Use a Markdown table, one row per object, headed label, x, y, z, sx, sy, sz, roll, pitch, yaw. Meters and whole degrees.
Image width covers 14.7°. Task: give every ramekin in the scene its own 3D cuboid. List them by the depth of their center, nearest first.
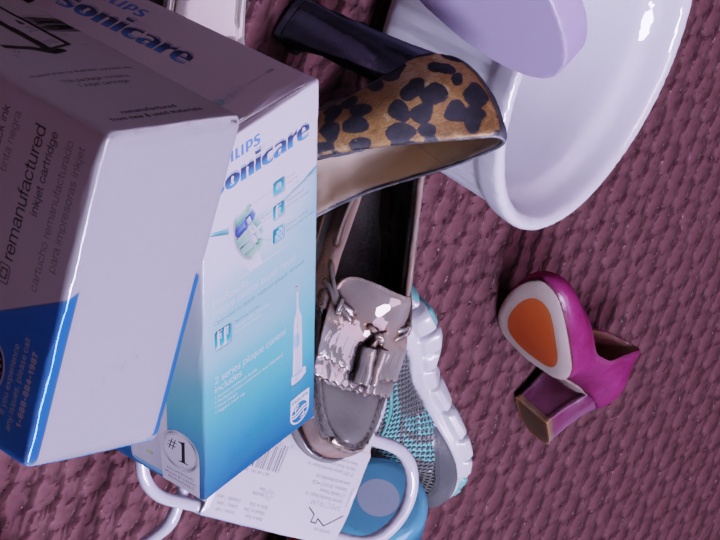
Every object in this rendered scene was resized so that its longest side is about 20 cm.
| label | x | y | z | sx | sy | sz | roll | pitch | yaw |
| --- | --- | --- | --- | --- | --- | --- | --- | --- | --- |
| ramekin | 0.095 | -0.133 | 1.555 | 0.200 | 0.097 | 0.201 | -44 | 150 | -34 |

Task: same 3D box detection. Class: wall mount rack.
| label | x | y | z | sx | sy | sz | roll | pitch | yaw |
| --- | --- | --- | --- | --- | --- | --- | --- | --- | --- |
| wall mount rack | -0.069 | 0.125 | 1.513 | 0.199 | 0.074 | 0.175 | 18 | 95 | -41 |

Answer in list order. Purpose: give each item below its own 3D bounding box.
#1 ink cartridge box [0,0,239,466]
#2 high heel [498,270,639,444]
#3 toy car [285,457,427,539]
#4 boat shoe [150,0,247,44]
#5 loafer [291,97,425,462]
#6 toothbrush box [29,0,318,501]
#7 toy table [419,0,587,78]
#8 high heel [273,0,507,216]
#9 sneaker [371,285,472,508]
| label | x | y | z | sx | sy | sz | roll | pitch | yaw |
| --- | --- | --- | --- | --- | --- | --- | --- | --- | --- |
| ink cartridge box | -0.161 | -0.032 | 1.137 | 0.084 | 0.199 | 0.147 | -12 | 123 | -51 |
| high heel | 0.143 | 0.034 | 1.808 | 0.096 | 0.067 | 0.200 | -41 | 160 | -17 |
| toy car | -0.046 | 0.236 | 1.626 | 0.199 | 0.177 | 0.185 | -15 | 148 | -17 |
| boat shoe | -0.074 | -0.159 | 1.334 | 0.066 | 0.057 | 0.201 | 7 | 106 | -25 |
| loafer | 0.000 | 0.000 | 1.480 | 0.072 | 0.063 | 0.201 | 19 | 69 | -43 |
| toothbrush box | -0.100 | -0.017 | 1.300 | 0.085 | 0.146 | 0.201 | -35 | 141 | -40 |
| toy table | 0.066 | -0.210 | 1.397 | 0.117 | 0.183 | 0.200 | -49 | 122 | -20 |
| high heel | -0.018 | -0.029 | 1.424 | 0.201 | 0.142 | 0.071 | -63 | 151 | 1 |
| sneaker | 0.005 | 0.080 | 1.641 | 0.091 | 0.078 | 0.201 | -34 | 138 | -14 |
